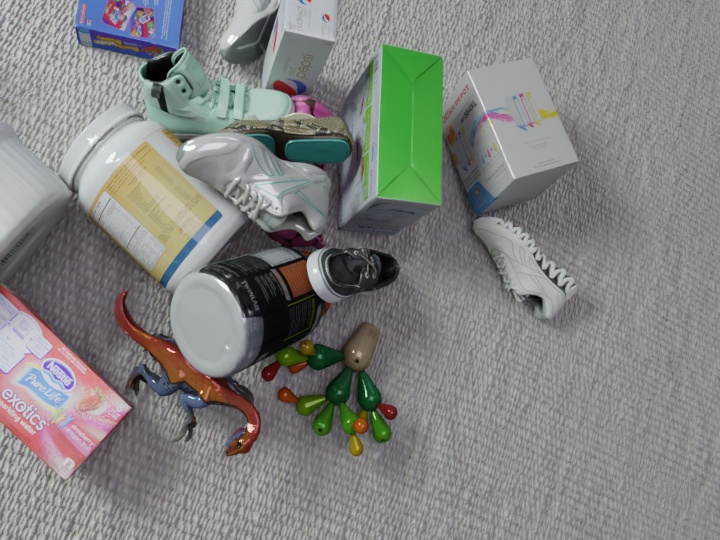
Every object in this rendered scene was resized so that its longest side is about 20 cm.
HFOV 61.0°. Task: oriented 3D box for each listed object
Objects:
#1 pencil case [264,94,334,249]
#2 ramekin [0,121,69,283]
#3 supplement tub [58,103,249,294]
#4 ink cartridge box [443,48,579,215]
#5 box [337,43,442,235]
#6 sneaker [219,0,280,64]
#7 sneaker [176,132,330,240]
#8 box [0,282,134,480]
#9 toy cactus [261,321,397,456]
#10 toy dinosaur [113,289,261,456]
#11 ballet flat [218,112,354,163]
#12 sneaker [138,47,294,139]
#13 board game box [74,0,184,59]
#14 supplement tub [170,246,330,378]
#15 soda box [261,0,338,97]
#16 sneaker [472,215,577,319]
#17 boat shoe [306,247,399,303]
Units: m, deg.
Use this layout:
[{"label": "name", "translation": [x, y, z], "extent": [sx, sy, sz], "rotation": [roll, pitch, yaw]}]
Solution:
[{"label": "pencil case", "translation": [-0.079, -0.134, 0.850], "extent": [0.091, 0.090, 0.207], "rotation": [13, 74, -24]}, {"label": "ramekin", "translation": [-0.412, -0.050, 0.664], "extent": [0.097, 0.199, 0.203], "rotation": [40, 71, -16]}, {"label": "supplement tub", "translation": [-0.248, -0.086, 0.750], "extent": [0.200, 0.144, 0.146], "rotation": [43, 70, -7]}, {"label": "ink cartridge box", "translation": [0.213, -0.214, 0.934], "extent": [0.122, 0.129, 0.205], "rotation": [-16, 77, -21]}, {"label": "box", "translation": [0.035, -0.169, 0.847], "extent": [0.094, 0.176, 0.207], "rotation": [5, 78, -17]}, {"label": "sneaker", "translation": [-0.150, -0.382, 0.886], "extent": [0.079, 0.071, 0.203], "rotation": [30, 69, 5]}, {"label": "sneaker", "translation": [-0.115, -0.095, 0.706], "extent": [0.196, 0.070, 0.083], "rotation": [15, 60, -33]}, {"label": "box", "translation": [-0.365, 0.126, 0.698], "extent": [0.200, 0.094, 0.103], "rotation": [45, 70, -7]}, {"label": "toy cactus", "translation": [-0.022, 0.141, 0.826], "extent": [0.197, 0.103, 0.167], "rotation": [33, 62, -2]}, {"label": "toy dinosaur", "translation": [-0.201, 0.141, 0.722], "extent": [0.177, 0.202, 0.106], "rotation": [14, 57, 30]}, {"label": "ballet flat", "translation": [-0.106, -0.169, 0.782], "extent": [0.193, 0.069, 0.077], "rotation": [-7, 53, -15]}, {"label": "sneaker", "translation": [-0.184, -0.226, 0.784], "extent": [0.193, 0.119, 0.076], "rotation": [-4, 64, -3]}, {"label": "board game box", "translation": [-0.305, -0.400, 0.839], "extent": [0.130, 0.045, 0.207], "rotation": [8, 78, -18]}, {"label": "supplement tub", "translation": [-0.122, 0.041, 0.744], "extent": [0.199, 0.120, 0.126], "rotation": [-20, 87, -59]}, {"label": "soda box", "translation": [-0.086, -0.288, 0.813], "extent": [0.066, 0.200, 0.066], "rotation": [6, 79, -17]}, {"label": "sneaker", "translation": [0.246, -0.005, 0.952], "extent": [0.199, 0.075, 0.082], "rotation": [41, 82, -6]}, {"label": "boat shoe", "translation": [0.000, 0.000, 0.800], "extent": [0.065, 0.199, 0.072], "rotation": [-23, 76, 22]}]
